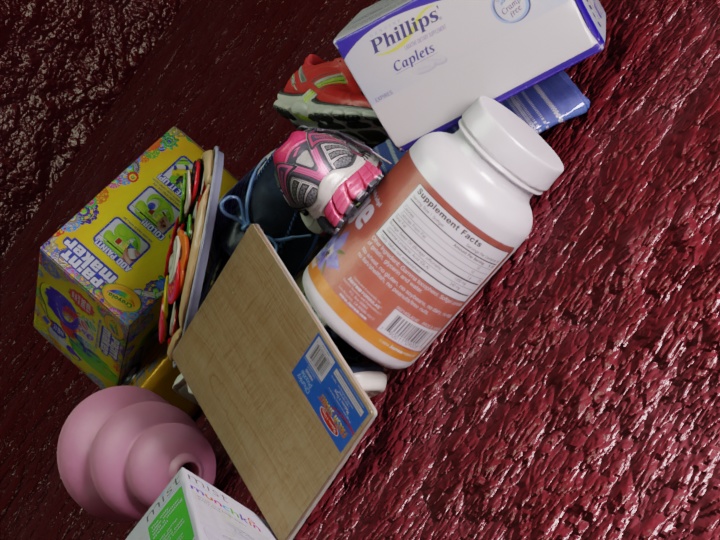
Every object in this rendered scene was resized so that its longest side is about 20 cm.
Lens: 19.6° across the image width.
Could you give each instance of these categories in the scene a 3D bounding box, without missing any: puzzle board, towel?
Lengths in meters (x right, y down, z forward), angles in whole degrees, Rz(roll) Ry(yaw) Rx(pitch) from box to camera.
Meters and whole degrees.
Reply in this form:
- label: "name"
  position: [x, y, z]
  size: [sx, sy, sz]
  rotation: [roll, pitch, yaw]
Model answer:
- label: "puzzle board"
  position: [-0.067, 0.086, 1.600]
  size: [0.200, 0.017, 0.151]
  rotation: [56, 128, 31]
- label: "towel"
  position: [0.086, -0.106, 1.691]
  size: [0.200, 0.024, 0.145]
  rotation: [-29, 21, 3]

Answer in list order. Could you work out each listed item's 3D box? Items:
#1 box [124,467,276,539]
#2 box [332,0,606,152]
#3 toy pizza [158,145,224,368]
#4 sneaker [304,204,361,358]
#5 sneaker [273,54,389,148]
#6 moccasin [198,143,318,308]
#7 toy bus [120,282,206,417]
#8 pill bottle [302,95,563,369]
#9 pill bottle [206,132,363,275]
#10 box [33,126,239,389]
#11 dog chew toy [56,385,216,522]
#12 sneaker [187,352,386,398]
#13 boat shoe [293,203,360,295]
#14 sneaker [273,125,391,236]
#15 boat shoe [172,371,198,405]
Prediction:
- label: "box"
  position: [-0.145, 0.275, 1.539]
  size: [0.200, 0.097, 0.176]
  rotation: [-52, 18, 7]
- label: "box"
  position: [0.093, -0.194, 1.662]
  size: [0.184, 0.105, 0.200]
  rotation: [-27, 9, 13]
- label: "toy pizza"
  position: [-0.154, -0.013, 1.840]
  size: [0.200, 0.032, 0.201]
  rotation: [-169, 90, -83]
- label: "sneaker"
  position: [0.001, 0.026, 1.711]
  size: [0.200, 0.077, 0.085]
  rotation: [-56, 25, 17]
- label: "sneaker"
  position: [-0.009, -0.160, 1.866]
  size: [0.200, 0.077, 0.085]
  rotation: [20, 80, 54]
- label: "moccasin"
  position: [-0.086, -0.018, 1.777]
  size: [0.080, 0.068, 0.200]
  rotation: [42, 128, 34]
- label: "toy bus"
  position: [-0.177, 0.100, 2.035]
  size: [0.200, 0.065, 0.078]
  rotation: [-50, 16, 12]
- label: "pill bottle"
  position: [0.057, -0.031, 1.574]
  size: [0.200, 0.112, 0.112]
  rotation: [-49, 17, 15]
- label: "pill bottle"
  position: [-0.058, -0.049, 1.887]
  size: [0.200, 0.120, 0.120]
  rotation: [-38, 22, 59]
- label: "box"
  position: [-0.216, -0.004, 2.085]
  size: [0.193, 0.122, 0.200]
  rotation: [-45, -9, -25]
- label: "dog chew toy"
  position: [-0.192, 0.169, 1.854]
  size: [0.125, 0.125, 0.200]
  rotation: [-58, 25, -15]
- label: "sneaker"
  position: [-0.062, 0.061, 1.661]
  size: [0.200, 0.075, 0.085]
  rotation: [0, 85, 39]
- label: "boat shoe"
  position: [-0.002, 0.000, 1.780]
  size: [0.201, 0.063, 0.073]
  rotation: [-46, -26, 11]
- label: "sneaker"
  position: [-0.030, -0.079, 1.626]
  size: [0.081, 0.075, 0.200]
  rotation: [-50, 4, -3]
- label: "boat shoe"
  position: [-0.116, 0.083, 1.891]
  size: [0.060, 0.072, 0.202]
  rotation: [-64, 15, -19]
